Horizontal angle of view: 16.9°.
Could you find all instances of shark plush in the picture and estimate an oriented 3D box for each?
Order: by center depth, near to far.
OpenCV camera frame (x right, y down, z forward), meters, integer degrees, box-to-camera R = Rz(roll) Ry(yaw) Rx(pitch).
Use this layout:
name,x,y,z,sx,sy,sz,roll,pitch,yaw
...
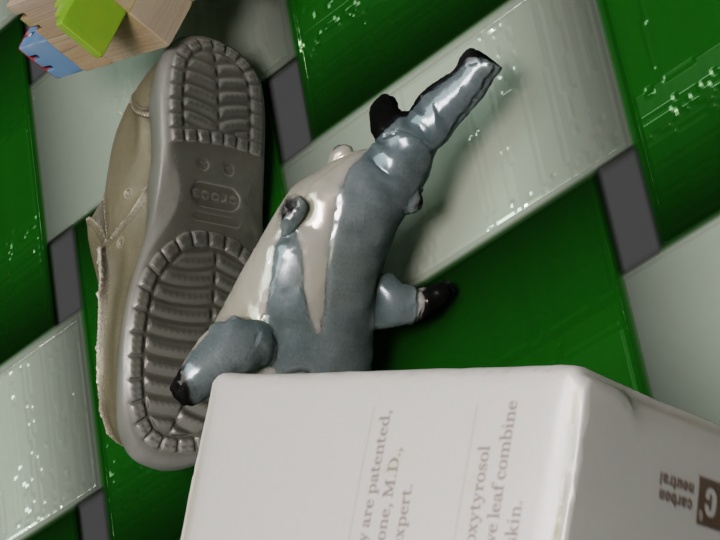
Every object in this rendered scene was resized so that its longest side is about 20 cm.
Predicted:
name,x,y,z,sx,sy,sz,roll,pitch,yaw
shark plush,0.000,0.000,1.009,0.201,0.083,0.091,-59,-1,-2

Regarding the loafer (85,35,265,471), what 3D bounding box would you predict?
name,x,y,z,sx,sy,sz,roll,pitch,yaw
loafer,-0.084,-0.004,1.096,0.070,0.075,0.201,-24,53,52

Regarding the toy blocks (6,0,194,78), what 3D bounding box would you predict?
name,x,y,z,sx,sy,sz,roll,pitch,yaw
toy blocks,-0.113,-0.170,1.150,0.136,0.100,0.201,-9,50,52

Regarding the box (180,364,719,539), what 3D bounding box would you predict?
name,x,y,z,sx,sy,sz,roll,pitch,yaw
box,0.057,0.149,0.782,0.171,0.199,0.201,-5,71,46
